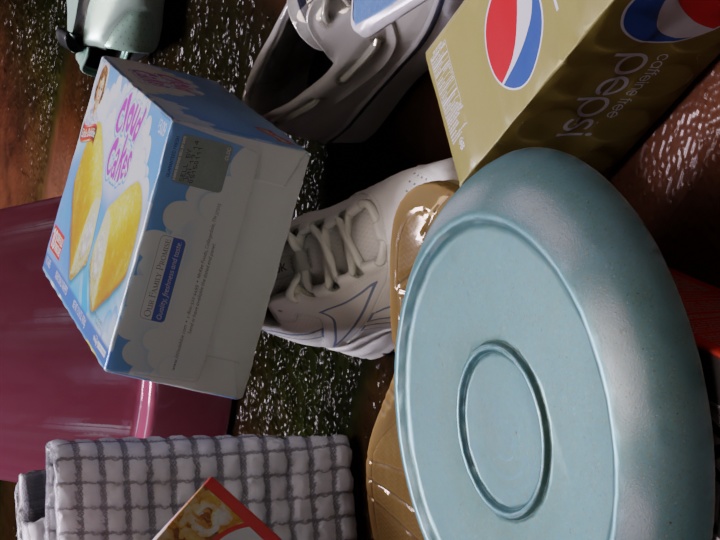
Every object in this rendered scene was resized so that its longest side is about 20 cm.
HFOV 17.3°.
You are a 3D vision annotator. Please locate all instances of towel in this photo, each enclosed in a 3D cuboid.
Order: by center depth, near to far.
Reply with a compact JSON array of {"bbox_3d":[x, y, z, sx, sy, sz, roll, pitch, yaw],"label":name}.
[{"bbox_3d":[-0.085,0.183,1.176,0.086,0.164,0.202,145,121,-70],"label":"towel"}]

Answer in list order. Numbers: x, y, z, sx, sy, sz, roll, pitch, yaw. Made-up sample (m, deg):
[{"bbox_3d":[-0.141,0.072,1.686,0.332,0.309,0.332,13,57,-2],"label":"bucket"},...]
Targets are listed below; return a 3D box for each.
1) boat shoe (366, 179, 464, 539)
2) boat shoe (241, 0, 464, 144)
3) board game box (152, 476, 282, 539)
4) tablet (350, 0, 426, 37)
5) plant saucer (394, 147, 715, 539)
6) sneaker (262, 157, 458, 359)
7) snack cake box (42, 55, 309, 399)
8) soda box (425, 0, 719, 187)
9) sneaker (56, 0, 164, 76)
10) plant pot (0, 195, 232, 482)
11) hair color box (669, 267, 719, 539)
[{"bbox_3d":[0.051,0.054,0.985,0.074,0.069,0.201,32,126,42],"label":"boat shoe"},{"bbox_3d":[-0.002,-0.124,1.089,0.200,0.065,0.072,133,131,-57],"label":"boat shoe"},{"bbox_3d":[-0.030,0.199,1.055,0.200,0.046,0.152,43,146,-1],"label":"board game box"},{"bbox_3d":[0.057,-0.185,0.961,0.200,0.014,0.131,-25,57,51],"label":"tablet"},{"bbox_3d":[0.060,0.057,0.860,0.200,0.027,0.202,22,115,61],"label":"plant saucer"},{"bbox_3d":[0.000,0.000,1.070,0.200,0.087,0.075,144,123,-59],"label":"sneaker"},{"bbox_3d":[-0.090,-0.026,1.103,0.200,0.067,0.116,-140,64,-70],"label":"snack cake box"},{"bbox_3d":[0.097,-0.105,0.875,0.200,0.067,0.064,130,132,-55],"label":"soda box"},{"bbox_3d":[-0.175,-0.181,1.443,0.200,0.073,0.119,21,104,61],"label":"sneaker"},{"bbox_3d":[-0.189,0.042,1.373,0.200,0.178,0.202,179,90,-65],"label":"plant pot"},{"bbox_3d":[0.122,0.064,0.840,0.200,0.061,0.102,-153,63,-63],"label":"hair color box"}]
